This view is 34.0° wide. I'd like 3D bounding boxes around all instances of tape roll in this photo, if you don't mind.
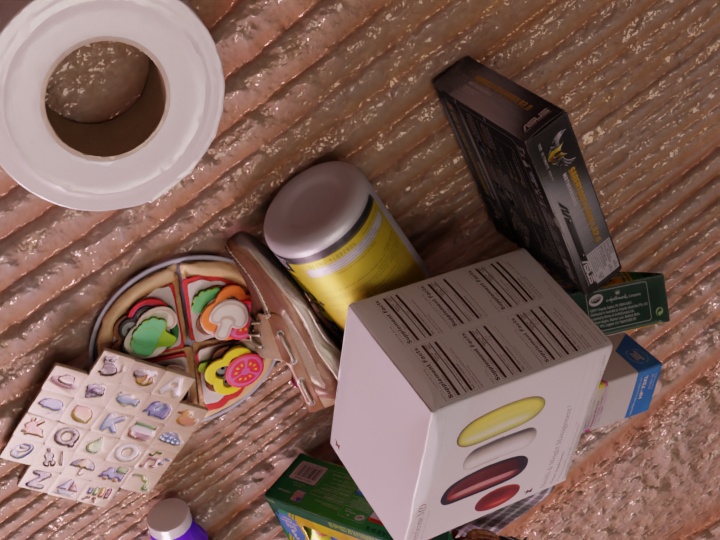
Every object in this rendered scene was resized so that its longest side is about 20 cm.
[{"bbox_3d":[-0.213,-0.152,0.963,0.199,0.071,0.205,-12,125,-18],"label":"tape roll"}]

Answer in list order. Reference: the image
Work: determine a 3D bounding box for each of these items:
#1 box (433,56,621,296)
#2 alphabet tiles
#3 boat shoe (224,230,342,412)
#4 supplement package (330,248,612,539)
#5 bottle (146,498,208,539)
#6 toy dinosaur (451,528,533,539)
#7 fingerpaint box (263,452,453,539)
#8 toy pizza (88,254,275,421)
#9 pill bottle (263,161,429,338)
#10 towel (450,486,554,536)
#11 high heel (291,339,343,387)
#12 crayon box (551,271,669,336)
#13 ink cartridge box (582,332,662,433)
[{"bbox_3d":[0.159,-0.089,1.116,0.048,0.158,0.201,-36,128,-8],"label":"box"},{"bbox_3d":[-0.252,0.159,1.162,0.165,0.006,0.201,21,121,-30],"label":"alphabet tiles"},{"bbox_3d":[-0.074,0.055,1.126,0.071,0.076,0.201,-34,106,1],"label":"boat shoe"},{"bbox_3d":[0.097,0.118,1.103,0.198,0.147,0.193,-17,136,-26],"label":"supplement package"},{"bbox_3d":[-0.188,0.336,1.291,0.082,0.065,0.202,-19,127,-14],"label":"bottle"},{"bbox_3d":[0.140,0.326,1.280,0.135,0.200,0.103,30,84,-19],"label":"toy dinosaur"},{"bbox_3d":[0.012,0.298,1.256,0.073,0.198,0.168,-45,126,-32],"label":"fingerpaint box"},{"bbox_3d":[-0.166,0.077,1.156,0.197,0.032,0.203,-12,125,-17],"label":"toy pizza"},{"bbox_3d":[0.000,0.000,1.131,0.111,0.112,0.201,-36,128,1],"label":"pill bottle"},{"bbox_3d":[0.107,0.242,1.304,0.163,0.087,0.200,-1,152,-23],"label":"towel"},{"bbox_3d":[0.021,0.118,1.242,0.197,0.067,0.098,-14,115,-20],"label":"high heel"},{"bbox_3d":[0.213,0.036,1.230,0.124,0.200,0.052,-11,93,-18],"label":"crayon box"},{"bbox_3d":[0.215,0.118,1.282,0.198,0.116,0.068,-12,128,-32],"label":"ink cartridge box"}]
